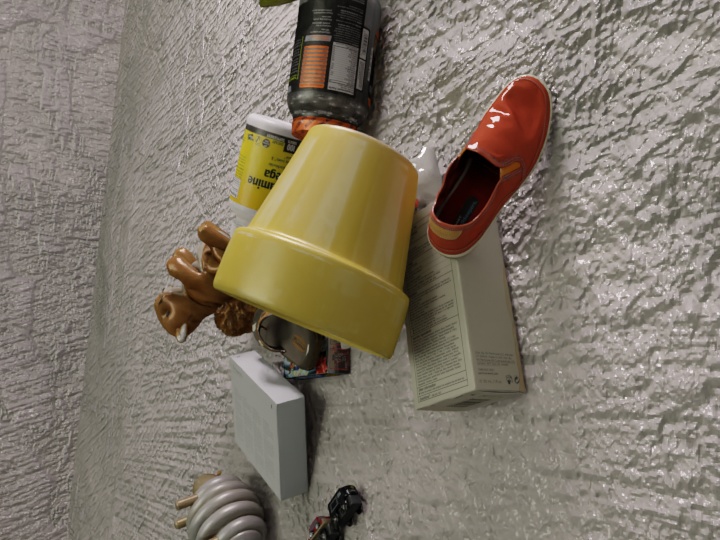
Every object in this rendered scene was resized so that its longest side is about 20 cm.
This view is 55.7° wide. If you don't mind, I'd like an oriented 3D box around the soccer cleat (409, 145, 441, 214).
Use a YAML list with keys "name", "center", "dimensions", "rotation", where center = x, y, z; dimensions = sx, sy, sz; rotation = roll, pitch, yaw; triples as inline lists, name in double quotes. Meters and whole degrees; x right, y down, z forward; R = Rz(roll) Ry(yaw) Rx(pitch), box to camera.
- name: "soccer cleat"
  center: [0.030, -0.094, 0.867]
  dimensions: [0.198, 0.068, 0.080]
  rotation: [-17, 63, 48]

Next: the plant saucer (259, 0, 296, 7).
- name: "plant saucer"
  center: [-0.049, -0.478, 0.971]
  dimensions: [0.047, 0.199, 0.202]
  rotation: [36, 135, 16]

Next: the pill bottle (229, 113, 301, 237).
- name: "pill bottle"
  center: [-0.154, -0.145, 1.125]
  dimensions: [0.112, 0.110, 0.205]
  rotation: [33, 112, 55]

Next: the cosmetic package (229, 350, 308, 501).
- name: "cosmetic package"
  center: [-0.144, 0.231, 1.049]
  dimensions: [0.199, 0.051, 0.155]
  rotation: [25, 122, 57]

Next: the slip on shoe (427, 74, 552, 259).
- name: "slip on shoe"
  center: [0.127, -0.106, 0.658]
  dimensions: [0.073, 0.061, 0.202]
  rotation: [29, 80, 21]

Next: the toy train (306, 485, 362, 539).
- name: "toy train"
  center: [-0.052, 0.356, 0.920]
  dimensions: [0.202, 0.033, 0.046]
  rotation: [-60, 35, 30]

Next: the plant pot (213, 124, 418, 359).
- name: "plant pot"
  center: [-0.028, -0.034, 0.708]
  dimensions: [0.199, 0.198, 0.193]
  rotation: [8, 75, 58]

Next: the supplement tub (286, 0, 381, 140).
- name: "supplement tub"
  center: [-0.039, -0.286, 0.963]
  dimensions: [0.121, 0.120, 0.206]
  rotation: [6, 88, 58]

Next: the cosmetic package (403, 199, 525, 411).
- name: "cosmetic package"
  center: [0.099, 0.036, 0.713]
  dimensions: [0.103, 0.072, 0.206]
  rotation: [-31, 57, 52]

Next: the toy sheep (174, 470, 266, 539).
- name: "toy sheep"
  center: [-0.215, 0.404, 1.083]
  dimensions: [0.200, 0.135, 0.140]
  rotation: [48, 123, 39]

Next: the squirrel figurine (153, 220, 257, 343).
- name: "squirrel figurine"
  center: [-0.243, 0.043, 1.144]
  dimensions: [0.189, 0.198, 0.141]
  rotation: [-56, 19, -1]

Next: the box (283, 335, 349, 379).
- name: "box"
  center: [-0.066, 0.054, 1.005]
  dimensions: [0.136, 0.039, 0.206]
  rotation: [-19, 67, 54]

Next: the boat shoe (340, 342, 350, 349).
- name: "boat shoe"
  center: [0.000, 0.000, 0.844]
  dimensions: [0.072, 0.058, 0.206]
  rotation: [-97, 5, -72]

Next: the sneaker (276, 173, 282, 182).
- name: "sneaker"
  center: [-0.068, -0.057, 0.923]
  dimensions: [0.093, 0.069, 0.205]
  rotation: [136, 129, -57]

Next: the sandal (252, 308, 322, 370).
- name: "sandal"
  center: [-0.120, 0.093, 0.995]
  dimensions: [0.199, 0.053, 0.084]
  rotation: [28, 107, 57]
